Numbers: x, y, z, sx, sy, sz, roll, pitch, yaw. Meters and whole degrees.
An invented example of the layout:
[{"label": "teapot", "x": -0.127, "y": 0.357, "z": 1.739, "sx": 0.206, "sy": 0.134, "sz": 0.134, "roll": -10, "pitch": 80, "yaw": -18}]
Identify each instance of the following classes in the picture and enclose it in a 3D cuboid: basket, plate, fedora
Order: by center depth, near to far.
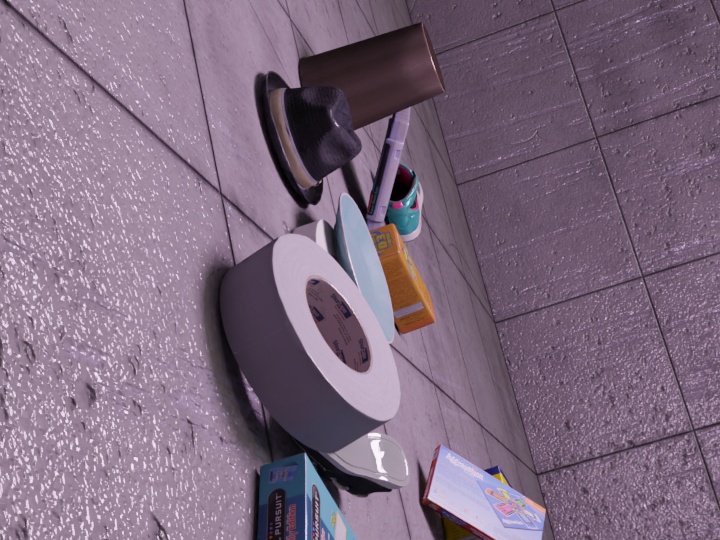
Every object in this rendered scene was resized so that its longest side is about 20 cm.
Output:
[{"label": "plate", "x": 0.000, "y": 0.000, "z": 1.395, "sx": 0.200, "sy": 0.025, "sz": 0.203, "roll": -18, "pitch": 91, "yaw": -80}, {"label": "fedora", "x": -0.055, "y": -0.183, "z": 1.413, "sx": 0.201, "sy": 0.090, "sz": 0.203, "roll": -18, "pitch": 90, "yaw": -79}, {"label": "basket", "x": 0.022, "y": -0.299, "z": 1.699, "sx": 0.180, "sy": 0.198, "sz": 0.138, "roll": -64, "pitch": 135, "yaw": -75}]

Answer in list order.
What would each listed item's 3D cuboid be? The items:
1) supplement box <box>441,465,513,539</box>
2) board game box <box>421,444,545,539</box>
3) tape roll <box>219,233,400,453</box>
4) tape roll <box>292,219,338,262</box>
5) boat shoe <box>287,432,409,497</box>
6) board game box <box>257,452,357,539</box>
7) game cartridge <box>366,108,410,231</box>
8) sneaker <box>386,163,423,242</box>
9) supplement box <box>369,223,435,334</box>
[{"label": "supplement box", "x": 0.197, "y": 0.426, "z": 1.687, "sx": 0.110, "sy": 0.108, "sz": 0.202, "roll": 56, "pitch": 20, "yaw": -54}, {"label": "board game box", "x": 0.185, "y": 0.349, "z": 1.613, "sx": 0.199, "sy": 0.019, "sz": 0.104, "roll": 33, "pitch": 44, "yaw": -10}, {"label": "tape roll", "x": -0.044, "y": 0.066, "z": 1.025, "sx": 0.201, "sy": 0.066, "sz": 0.201, "roll": 50, "pitch": 20, "yaw": -25}, {"label": "tape roll", "x": -0.033, "y": 0.040, "z": 1.331, "sx": 0.203, "sy": 0.037, "sz": 0.205, "roll": -17, "pitch": 90, "yaw": -80}, {"label": "boat shoe", "x": -0.023, "y": 0.185, "z": 1.094, "sx": 0.200, "sy": 0.060, "sz": 0.076, "roll": 41, "pitch": 33, "yaw": -44}, {"label": "board game box", "x": -0.030, "y": 0.282, "z": 0.941, "sx": 0.152, "sy": 0.046, "sz": 0.201, "roll": -93, "pitch": 162, "yaw": -51}, {"label": "game cartridge", "x": 0.042, "y": -0.165, "z": 1.778, "sx": 0.130, "sy": 0.038, "sz": 0.202, "roll": -70, "pitch": 175, "yaw": -67}, {"label": "sneaker", "x": 0.072, "y": -0.162, "z": 2.057, "sx": 0.201, "sy": 0.082, "sz": 0.122, "roll": -93, "pitch": 172, "yaw": -48}, {"label": "supplement box", "x": 0.060, "y": 0.016, "z": 1.749, "sx": 0.201, "sy": 0.068, "sz": 0.067, "roll": 57, "pitch": 17, "yaw": -48}]
